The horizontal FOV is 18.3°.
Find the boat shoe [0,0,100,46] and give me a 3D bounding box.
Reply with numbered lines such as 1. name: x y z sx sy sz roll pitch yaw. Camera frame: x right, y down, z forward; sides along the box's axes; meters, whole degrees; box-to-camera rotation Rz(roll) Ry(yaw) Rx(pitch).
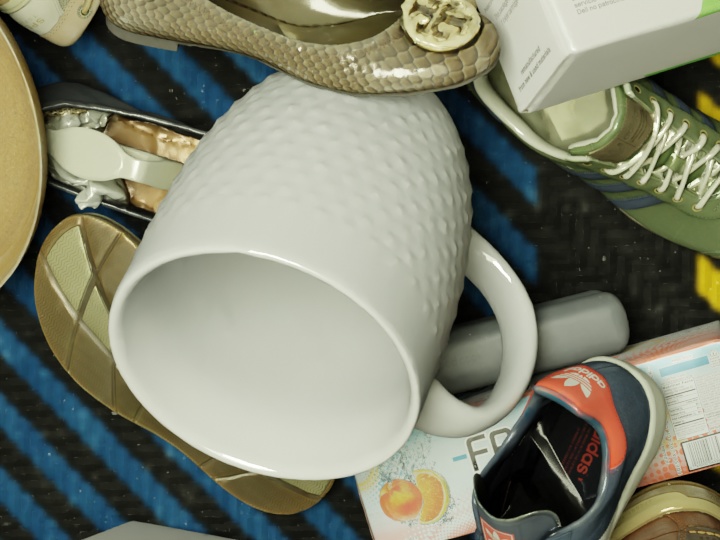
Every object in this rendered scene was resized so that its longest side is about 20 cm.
1. boat shoe: -0.121 -0.210 1.151 0.065 0.072 0.200 32 89 -31

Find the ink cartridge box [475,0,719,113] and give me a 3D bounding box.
1. ink cartridge box: 0.113 -0.195 1.054 0.145 0.084 0.200 -18 78 -16

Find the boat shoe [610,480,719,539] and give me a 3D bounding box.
1. boat shoe: 0.112 0.188 1.121 0.072 0.068 0.200 29 121 -26

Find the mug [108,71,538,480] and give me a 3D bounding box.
1. mug: 0.000 0.000 1.059 0.200 0.176 0.148 35 135 -13

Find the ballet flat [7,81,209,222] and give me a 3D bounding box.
1. ballet flat: -0.094 -0.046 1.157 0.200 0.073 0.073 19 99 7

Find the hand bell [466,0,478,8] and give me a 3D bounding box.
1. hand bell: -0.035 -0.190 1.065 0.104 0.104 0.200 -42 124 11

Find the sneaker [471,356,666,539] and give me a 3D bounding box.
1. sneaker: 0.078 0.136 1.060 0.075 0.084 0.201 21 101 33

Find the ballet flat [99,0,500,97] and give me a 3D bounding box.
1. ballet flat: -0.032 -0.123 1.038 0.200 0.067 0.046 13 131 19

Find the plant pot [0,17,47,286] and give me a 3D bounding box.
1. plant pot: -0.235 -0.076 1.165 0.200 0.027 0.201 11 111 30

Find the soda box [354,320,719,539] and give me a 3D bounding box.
1. soda box: 0.098 0.085 1.137 0.199 0.068 0.064 -16 94 10

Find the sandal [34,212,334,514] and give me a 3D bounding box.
1. sandal: -0.092 0.049 1.178 0.200 0.054 0.080 42 107 -12

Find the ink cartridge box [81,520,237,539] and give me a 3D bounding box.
1. ink cartridge box: -0.056 0.221 1.150 0.199 0.086 0.147 8 97 20

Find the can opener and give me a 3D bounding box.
1. can opener: 0.033 0.031 1.131 0.199 0.053 0.067 -14 92 -4

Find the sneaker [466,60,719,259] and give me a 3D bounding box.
1. sneaker: 0.132 -0.062 1.105 0.200 0.090 0.067 33 99 5
